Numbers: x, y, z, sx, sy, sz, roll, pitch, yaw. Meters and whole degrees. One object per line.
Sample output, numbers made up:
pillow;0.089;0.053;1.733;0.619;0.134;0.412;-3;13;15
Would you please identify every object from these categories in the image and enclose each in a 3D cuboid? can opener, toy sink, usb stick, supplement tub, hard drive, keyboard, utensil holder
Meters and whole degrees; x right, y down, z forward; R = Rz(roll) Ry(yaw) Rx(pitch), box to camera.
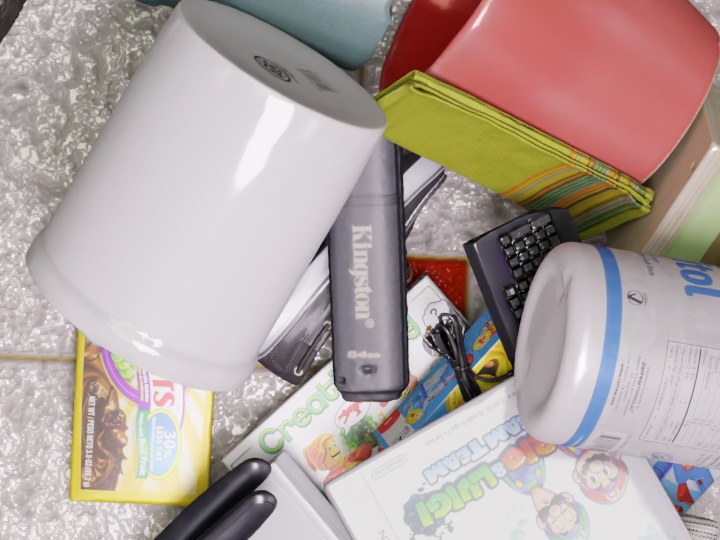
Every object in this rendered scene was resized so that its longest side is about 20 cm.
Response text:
can opener;-0.119;0.196;1.664;0.078;0.064;0.200;8;133;-37
toy sink;0.288;-0.017;1.642;0.199;0.112;0.131;25;117;-14
usb stick;0.005;-0.008;1.645;0.055;0.033;0.201;-2;102;-1
supplement tub;0.210;0.060;1.539;0.199;0.132;0.133;9;91;-13
hard drive;-0.034;0.239;1.688;0.132;0.026;0.200;-39;93;33
keyboard;0.118;0.064;1.620;0.127;0.021;0.201;-25;107;-6
utensil holder;-0.099;-0.052;1.549;0.169;0.170;0.201;30;107;-2

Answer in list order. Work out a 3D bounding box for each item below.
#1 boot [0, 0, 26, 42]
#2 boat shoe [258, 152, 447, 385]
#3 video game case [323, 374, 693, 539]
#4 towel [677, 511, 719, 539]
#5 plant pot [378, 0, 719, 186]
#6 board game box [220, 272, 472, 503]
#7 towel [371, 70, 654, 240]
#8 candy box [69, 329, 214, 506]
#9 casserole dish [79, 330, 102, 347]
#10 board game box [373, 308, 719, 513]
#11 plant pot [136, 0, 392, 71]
boot;-0.353;-0.202;1.682;0.200;0.073;0.182;38;88;4
boat shoe;0.000;0.000;1.694;0.066;0.070;0.200;42;91;-10
video game case;0.105;0.173;1.583;0.199;0.024;0.183;-29;84;-7
towel;0.135;0.238;1.658;0.191;0.035;0.201;11;123;0
plant pot;0.137;-0.152;1.638;0.177;0.200;0.201;32;91;-14
board game box;0.014;0.115;1.711;0.200;0.035;0.126;-42;93;0
towel;0.095;-0.073;1.603;0.199;0.086;0.018;25;60;-23
candy box;-0.153;0.067;1.710;0.102;0.026;0.201;3;92;-6
casserole dish;-0.125;-0.028;1.677;0.200;0.039;0.121;-44;94;-3
board game box;0.147;0.113;1.678;0.200;0.056;0.196;42;91;-18
plant pot;-0.061;-0.242;1.630;0.195;0.200;0.201;24;91;-10
